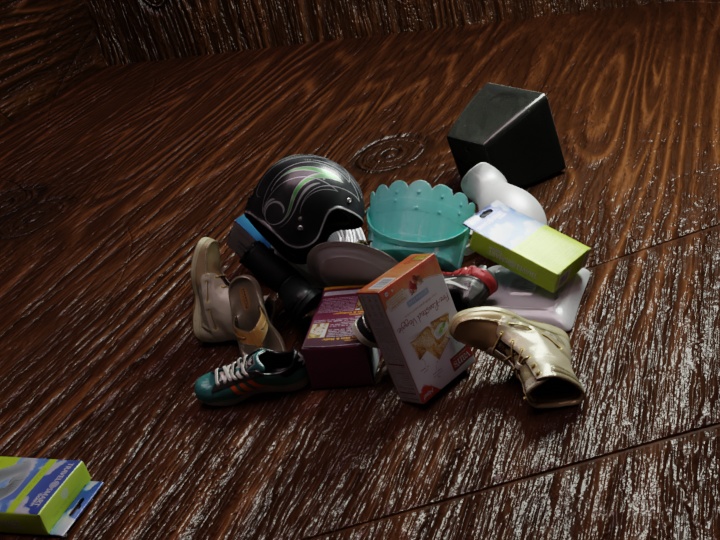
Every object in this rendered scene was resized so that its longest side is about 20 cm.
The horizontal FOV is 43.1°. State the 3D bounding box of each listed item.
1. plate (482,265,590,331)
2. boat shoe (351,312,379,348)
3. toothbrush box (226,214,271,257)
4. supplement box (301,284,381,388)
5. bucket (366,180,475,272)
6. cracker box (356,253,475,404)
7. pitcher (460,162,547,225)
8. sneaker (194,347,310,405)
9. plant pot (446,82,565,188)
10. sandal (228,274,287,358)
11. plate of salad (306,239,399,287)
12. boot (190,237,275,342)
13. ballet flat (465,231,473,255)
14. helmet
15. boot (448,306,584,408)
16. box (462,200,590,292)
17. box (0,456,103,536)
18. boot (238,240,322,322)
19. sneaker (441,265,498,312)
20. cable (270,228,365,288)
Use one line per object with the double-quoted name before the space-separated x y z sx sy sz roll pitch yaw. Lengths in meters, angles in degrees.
"plate" 0.295 0.039 1.633 0.199 0.032 0.200 1 30 25
"boat shoe" 0.079 0.092 1.510 0.200 0.068 0.072 9 37 -43
"toothbrush box" -0.156 -0.079 1.918 0.146 0.085 0.200 42 51 11
"supplement box" -0.022 0.110 1.577 0.110 0.086 0.200 -5 28 13
"bucket" 0.107 -0.067 1.702 0.207 0.207 0.135 1 69 24
"cracker box" 0.091 0.091 1.437 0.134 0.200 0.058 -34 21 -34
"pitcher" 0.305 -0.109 1.825 0.121 0.172 0.200 -49 39 19
"sneaker" -0.187 0.169 1.528 0.200 0.080 0.071 -12 47 1
"plant pot" 0.318 -0.285 2.080 0.177 0.200 0.200 -38 35 -20
"sandal" -0.190 0.096 1.606 0.080 0.200 0.054 -22 -17 4
"plate of salad" 0.000 0.000 1.660 0.200 0.200 0.048 2 54 26
"boot" -0.236 0.039 1.697 0.155 0.200 0.072 3 6 25
"ballet flat" 0.169 -0.048 1.823 0.200 0.069 0.069 -16 27 -12
"helmet" -0.097 -0.122 1.703 0.191 0.200 0.200 -48 36 -10
"boot" 0.236 0.134 1.390 0.200 0.073 0.155 15 30 -9
"box" 0.292 -0.046 1.630 0.200 0.048 0.122 31 43 27
"box" -0.511 0.343 1.394 0.200 0.048 0.122 -2 30 21
"boot" -0.149 0.014 1.669 0.073 0.162 0.198 -48 -1 1
"sneaker" 0.146 0.045 1.621 0.200 0.071 0.098 -7 36 46
"cable" -0.088 -0.059 1.835 0.200 0.069 0.200 43 51 6
